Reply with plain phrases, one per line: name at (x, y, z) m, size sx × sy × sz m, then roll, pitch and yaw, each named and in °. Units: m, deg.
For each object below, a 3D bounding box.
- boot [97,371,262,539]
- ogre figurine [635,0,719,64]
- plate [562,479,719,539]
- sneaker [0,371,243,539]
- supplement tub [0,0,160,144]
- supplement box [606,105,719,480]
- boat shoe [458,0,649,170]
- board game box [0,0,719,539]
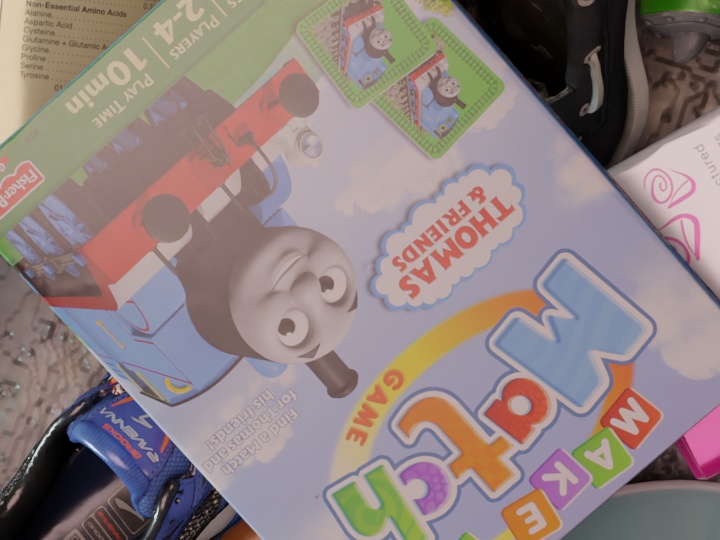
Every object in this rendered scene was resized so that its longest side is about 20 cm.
boot at (0.000, 0.082, 0.910) m, size 0.200 × 0.074 × 0.155 m, roll 44°, pitch 94°, yaw 5°
ogre figurine at (0.114, -0.152, 0.867) m, size 0.120 × 0.098 × 0.200 m, roll -43°, pitch 75°, yaw 19°
plate at (0.108, 0.170, 0.888) m, size 0.200 × 0.026 × 0.200 m, roll 1°, pitch 76°, yaw -6°
sneaker at (-0.055, 0.053, 0.853) m, size 0.075 × 0.078 × 0.200 m, roll 40°, pitch 95°, yaw 17°
supplement tub at (-0.109, -0.111, 0.889) m, size 0.145 × 0.145 × 0.200 m, roll 5°, pitch 92°, yaw 11°
supplement box at (0.173, -0.026, 0.857) m, size 0.200 × 0.103 × 0.101 m, roll -29°, pitch 86°, yaw 9°
boat shoe at (0.052, -0.079, 0.838) m, size 0.076 × 0.200 × 0.060 m, roll 37°, pitch 61°, yaw 24°
board game box at (0.000, 0.000, 0.799) m, size 0.151 × 0.037 × 0.200 m, roll -41°, pitch 98°, yaw 6°
